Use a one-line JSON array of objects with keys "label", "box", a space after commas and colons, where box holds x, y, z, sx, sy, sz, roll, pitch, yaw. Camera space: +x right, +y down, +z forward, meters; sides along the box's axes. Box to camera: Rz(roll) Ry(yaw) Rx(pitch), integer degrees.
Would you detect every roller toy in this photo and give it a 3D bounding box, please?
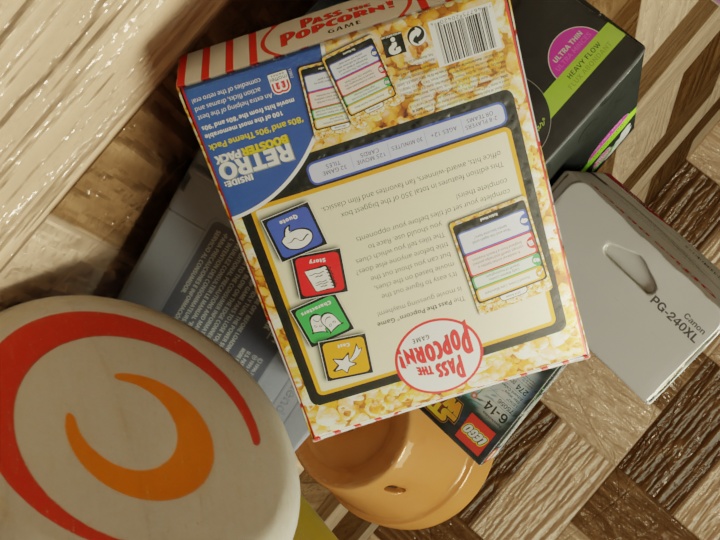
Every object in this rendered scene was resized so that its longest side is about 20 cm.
[{"label": "roller toy", "box": [-0.131, 0.120, 0.568, 0.140, 0.199, 0.182, -58, 170, 34]}]

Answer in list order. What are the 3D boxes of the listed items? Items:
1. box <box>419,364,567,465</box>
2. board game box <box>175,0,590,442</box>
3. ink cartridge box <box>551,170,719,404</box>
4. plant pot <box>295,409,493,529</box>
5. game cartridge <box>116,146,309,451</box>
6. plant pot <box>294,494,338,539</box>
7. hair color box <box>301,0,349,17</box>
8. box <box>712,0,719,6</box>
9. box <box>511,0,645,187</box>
[{"label": "box", "box": [0.070, 0.040, 0.964, 0.137, 0.200, 0.040, -55, 161, 21]}, {"label": "board game box", "box": [0.016, -0.027, 0.565, 0.150, 0.202, 0.046, -16, -152, 2]}, {"label": "ink cartridge box", "box": [0.195, 0.004, 0.860, 0.084, 0.145, 0.200, -49, 168, 17]}, {"label": "plant pot", "box": [0.020, 0.156, 1.176, 0.201, 0.200, 0.140, -52, 150, 9]}, {"label": "game cartridge", "box": [-0.073, 0.039, 0.654, 0.201, 0.132, 0.042, -56, -169, 25]}, {"label": "plant pot", "box": [-0.134, 0.343, 1.176, 0.176, 0.200, 0.201, -10, 140, -52]}, {"label": "hair color box", "box": [-0.014, -0.047, 0.662, 0.061, 0.098, 0.201, -57, 175, -46]}, {"label": "box", "box": [0.209, -0.256, 0.626, 0.096, 0.200, 0.177, -35, 161, -45]}, {"label": "box", "box": [0.110, -0.112, 0.850, 0.149, 0.124, 0.200, -49, 166, 1]}]
